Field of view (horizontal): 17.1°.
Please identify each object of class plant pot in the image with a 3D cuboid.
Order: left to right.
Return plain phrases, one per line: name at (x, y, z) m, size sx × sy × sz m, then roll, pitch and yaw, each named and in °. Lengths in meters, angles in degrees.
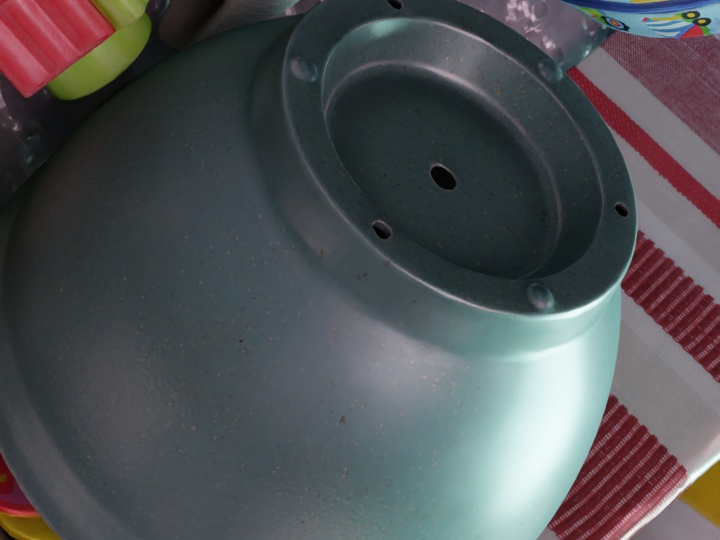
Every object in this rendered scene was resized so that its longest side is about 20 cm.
plant pot at (0.000, 0.000, 0.723) m, size 0.200 × 0.201 × 0.134 m, roll 6°, pitch 143°, yaw -32°

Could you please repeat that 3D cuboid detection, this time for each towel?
towel at (0.087, 0.007, 0.848) m, size 0.200 × 0.144 × 0.023 m, roll -40°, pitch 159°, yaw -14°

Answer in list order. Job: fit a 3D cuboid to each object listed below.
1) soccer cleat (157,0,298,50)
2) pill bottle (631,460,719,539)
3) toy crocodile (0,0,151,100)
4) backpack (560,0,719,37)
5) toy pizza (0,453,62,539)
soccer cleat at (-0.081, -0.147, 0.730) m, size 0.086 × 0.070 × 0.200 m, roll -43°, pitch 121°, yaw -4°
pill bottle at (0.156, 0.082, 0.919) m, size 0.200 × 0.112 × 0.112 m, roll -50°, pitch 124°, yaw -8°
toy crocodile at (-0.126, -0.063, 0.713) m, size 0.200 × 0.062 × 0.068 m, roll -30°, pitch 122°, yaw 7°
backpack at (0.122, -0.156, 0.789) m, size 0.200 × 0.183 × 0.135 m, roll -39°, pitch 139°, yaw 1°
toy pizza at (-0.063, 0.100, 0.756) m, size 0.200 × 0.201 × 0.032 m, roll 6°, pitch 138°, yaw -32°
